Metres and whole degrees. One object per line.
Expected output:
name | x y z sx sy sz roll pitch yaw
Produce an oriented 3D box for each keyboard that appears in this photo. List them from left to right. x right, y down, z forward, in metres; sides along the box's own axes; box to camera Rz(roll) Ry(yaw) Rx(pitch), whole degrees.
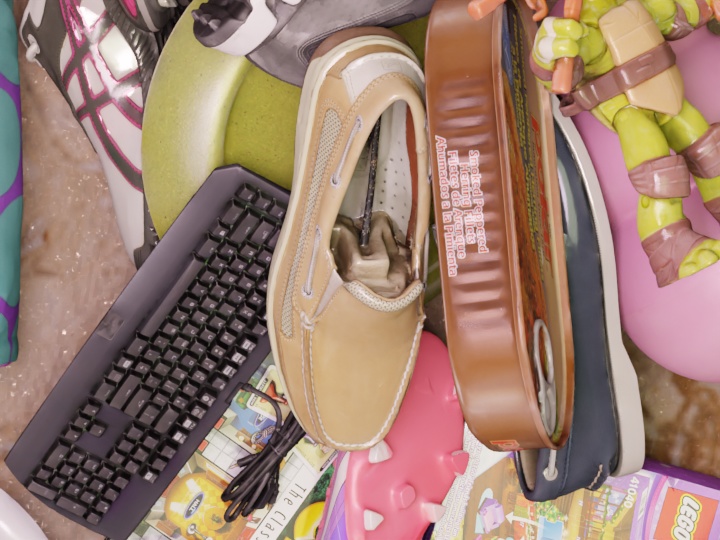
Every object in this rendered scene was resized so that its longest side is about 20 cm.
keyboard | -0.064 0.050 1.366 0.127 0.021 0.200 26 117 -24

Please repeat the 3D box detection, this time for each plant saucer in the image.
plant saucer | -0.003 -0.061 1.367 0.199 0.031 0.201 -9 110 -25

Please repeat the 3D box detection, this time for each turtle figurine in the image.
turtle figurine | 0.114 -0.076 1.270 0.064 0.200 0.162 -27 90 34

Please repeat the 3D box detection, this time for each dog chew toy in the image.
dog chew toy | 0.149 -0.051 1.377 0.124 0.125 0.201 -29 91 0

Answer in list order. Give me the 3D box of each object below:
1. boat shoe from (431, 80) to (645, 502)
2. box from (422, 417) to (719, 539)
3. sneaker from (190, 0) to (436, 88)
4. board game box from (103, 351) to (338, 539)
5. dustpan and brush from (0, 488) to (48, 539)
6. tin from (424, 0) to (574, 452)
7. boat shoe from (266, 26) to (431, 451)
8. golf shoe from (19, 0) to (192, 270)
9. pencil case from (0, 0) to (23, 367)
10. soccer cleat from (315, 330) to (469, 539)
boat shoe | 0.078 0.008 1.367 0.061 0.075 0.201 -18 109 -18
box | 0.085 0.180 1.441 0.136 0.039 0.201 16 96 -5
sneaker | 0.017 -0.159 1.298 0.090 0.066 0.201 36 91 -24
board game box | -0.059 0.127 1.433 0.104 0.023 0.201 34 94 -10
dustpan and brush | -0.118 0.175 1.393 0.200 0.057 0.140 43 118 -7
tin | 0.060 -0.022 1.273 0.042 0.112 0.202 -7 83 18
boat shoe | 0.000 0.000 1.288 0.071 0.076 0.201 -8 121 -14
golf shoe | -0.108 -0.092 1.383 0.088 0.077 0.201 5 109 27
pencil case | -0.201 -0.047 1.366 0.092 0.085 0.202 -1 98 -18
soccer cleat | 0.000 0.126 1.398 0.066 0.076 0.202 12 83 -37
